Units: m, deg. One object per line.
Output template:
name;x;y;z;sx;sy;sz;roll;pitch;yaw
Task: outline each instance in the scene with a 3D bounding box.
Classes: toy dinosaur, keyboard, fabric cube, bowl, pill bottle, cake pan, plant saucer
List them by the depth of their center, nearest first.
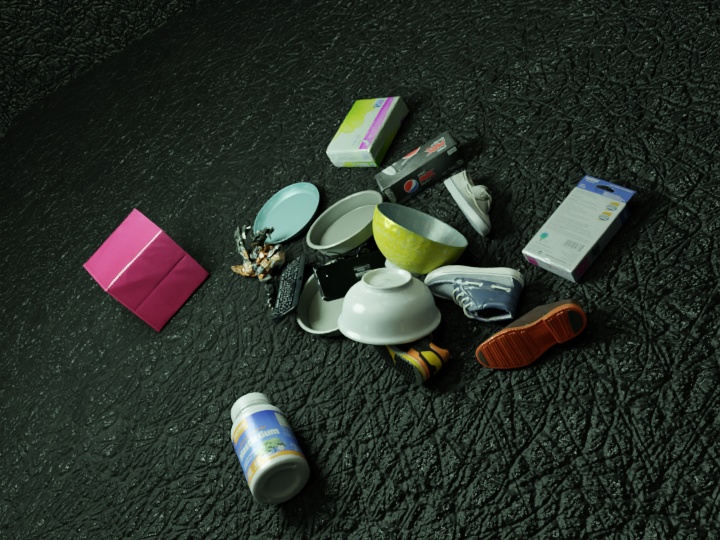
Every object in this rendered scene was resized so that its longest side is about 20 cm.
pill bottle;-0.178;0.323;1.328;0.112;0.112;0.200;-39;41;0
bowl;0.052;0.054;1.345;0.198;0.092;0.201;-4;22;2
bowl;0.104;-0.046;1.427;0.200;0.198;0.109;44;118;49
keyboard;0.000;0.000;1.483;0.198;0.040;0.105;-14;71;-16
cake pan;-0.047;0.059;1.527;0.198;0.037;0.202;-20;44;21
keyboard;-0.175;0.038;1.595;0.104;0.040;0.201;-38;25;24
cake pan;-0.029;-0.105;1.624;0.198;0.037;0.201;-26;29;15
toy dinosaur;-0.257;-0.033;1.724;0.198;0.102;0.138;-15;79;25
plant saucer;-0.185;-0.141;1.821;0.198;0.027;0.202;-20;44;20
fabric cube;-0.551;-0.001;1.839;0.200;0.200;0.195;-50;42;-10

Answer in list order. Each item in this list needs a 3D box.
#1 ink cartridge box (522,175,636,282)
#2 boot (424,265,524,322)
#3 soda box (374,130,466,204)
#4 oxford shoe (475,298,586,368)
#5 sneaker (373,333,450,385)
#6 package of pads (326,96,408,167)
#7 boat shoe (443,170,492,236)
ink cartridge box;0.406;-0.080;1.311;0.201;0.042;0.119;-50;41;-8
boot;0.200;0.046;1.324;0.198;0.073;0.091;-4;45;33
soda box;0.136;-0.232;1.634;0.199;0.063;0.071;-31;41;9
oxford shoe;0.291;0.108;1.221;0.198;0.072;0.073;-26;13;20
sneaker;0.089;0.138;1.342;0.089;0.071;0.200;-29;35;-18
package of pads;0.015;-0.357;1.835;0.153;0.068;0.201;5;57;39
boat shoe;0.238;-0.147;1.480;0.069;0.071;0.201;-34;34;10
